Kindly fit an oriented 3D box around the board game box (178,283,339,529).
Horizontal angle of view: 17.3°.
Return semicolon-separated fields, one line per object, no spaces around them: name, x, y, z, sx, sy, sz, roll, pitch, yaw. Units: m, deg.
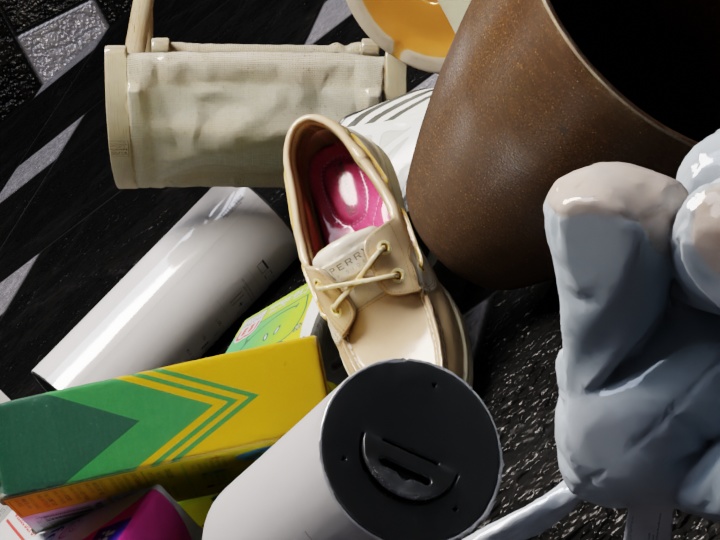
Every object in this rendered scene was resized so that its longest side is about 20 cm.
board game box;-0.055;0.085;1.376;0.101;0.048;0.200;-30;20;38

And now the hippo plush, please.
hippo plush;0.158;0.029;0.917;0.161;0.159;0.200;-35;-39;-51

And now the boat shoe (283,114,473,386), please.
boat shoe;0.000;0.000;1.263;0.074;0.069;0.200;-32;54;13

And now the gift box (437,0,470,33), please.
gift box;0.153;-0.187;1.351;0.200;0.187;0.185;11;50;47

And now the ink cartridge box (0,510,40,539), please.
ink cartridge box;-0.200;0.201;1.375;0.200;0.068;0.116;-48;16;-8

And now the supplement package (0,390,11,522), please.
supplement package;-0.315;0.137;1.674;0.152;0.151;0.200;-46;16;-10

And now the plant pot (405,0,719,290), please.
plant pot;0.113;-0.080;1.216;0.200;0.187;0.187;-47;8;45

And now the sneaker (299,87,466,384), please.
sneaker;0.011;-0.024;1.387;0.115;0.076;0.201;13;64;53

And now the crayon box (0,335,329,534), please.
crayon box;-0.081;0.082;1.198;0.199;0.051;0.127;-12;-14;-3

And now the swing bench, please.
swing bench;-0.066;-0.123;1.637;0.198;0.130;0.200;2;25;1

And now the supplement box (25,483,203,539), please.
supplement box;-0.151;0.200;1.212;0.200;0.103;0.101;-25;22;43

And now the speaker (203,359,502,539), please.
speaker;-0.008;0.104;1.042;0.081;0.081;0.200;-50;1;-25

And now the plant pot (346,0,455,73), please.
plant pot;0.081;-0.224;1.532;0.200;0.200;0.183;-27;14;43

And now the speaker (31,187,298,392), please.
speaker;-0.136;0.030;1.657;0.200;0.081;0.081;-47;16;-12
